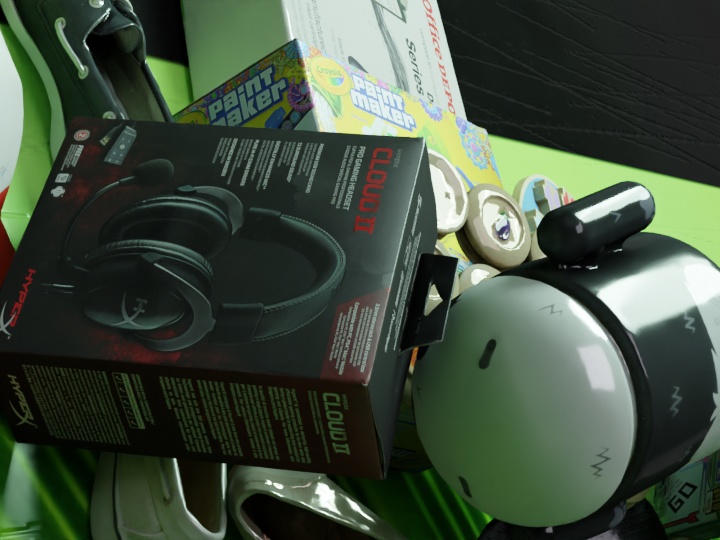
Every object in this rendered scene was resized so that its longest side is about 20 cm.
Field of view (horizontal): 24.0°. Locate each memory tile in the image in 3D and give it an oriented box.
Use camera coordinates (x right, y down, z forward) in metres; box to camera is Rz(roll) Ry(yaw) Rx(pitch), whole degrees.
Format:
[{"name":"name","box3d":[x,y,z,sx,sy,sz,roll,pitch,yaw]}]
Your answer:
[{"name":"memory tile","box3d":[0.088,0.031,0.914,0.199,0.017,0.154,27,53,-30]}]

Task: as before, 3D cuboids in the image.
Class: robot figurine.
[{"name":"robot figurine","box3d":[0.113,0.049,0.830,0.199,0.125,0.151,-17,78,-45]}]

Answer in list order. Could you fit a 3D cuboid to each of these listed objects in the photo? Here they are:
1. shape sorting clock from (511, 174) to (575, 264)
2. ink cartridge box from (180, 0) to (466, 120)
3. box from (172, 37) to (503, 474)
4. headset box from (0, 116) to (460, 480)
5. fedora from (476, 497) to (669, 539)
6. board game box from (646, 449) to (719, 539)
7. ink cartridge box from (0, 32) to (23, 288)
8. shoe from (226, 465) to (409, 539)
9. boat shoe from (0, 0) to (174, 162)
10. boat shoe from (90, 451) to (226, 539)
[{"name":"shape sorting clock","box3d":[0.138,0.036,1.028,0.200,0.039,0.201,52,25,-36]},{"name":"ink cartridge box","box3d":[-0.023,-0.149,1.119,0.200,0.084,0.146,25,46,-48]},{"name":"box","box3d":[0.000,0.000,0.989,0.200,0.122,0.194,19,51,-51]},{"name":"headset box","box3d":[-0.055,0.010,0.788,0.077,0.199,0.149,79,20,-48]},{"name":"fedora","box3d":[0.117,0.178,0.953,0.200,0.200,0.092,-9,86,-60]},{"name":"board game box","box3d":[0.207,0.085,0.980,0.200,0.029,0.136,110,-11,-76]},{"name":"ink cartridge box","box3d":[-0.188,-0.023,0.726,0.201,0.047,0.160,69,27,-21]},{"name":"shoe","box3d":[0.011,0.166,0.832,0.200,0.070,0.053,41,-1,-3]},{"name":"boat shoe","box3d":[-0.142,-0.117,0.922,0.075,0.060,0.201,-3,68,-59]},{"name":"boat shoe","box3d":[-0.090,0.057,0.848,0.071,0.070,0.201,38,37,-37]}]
